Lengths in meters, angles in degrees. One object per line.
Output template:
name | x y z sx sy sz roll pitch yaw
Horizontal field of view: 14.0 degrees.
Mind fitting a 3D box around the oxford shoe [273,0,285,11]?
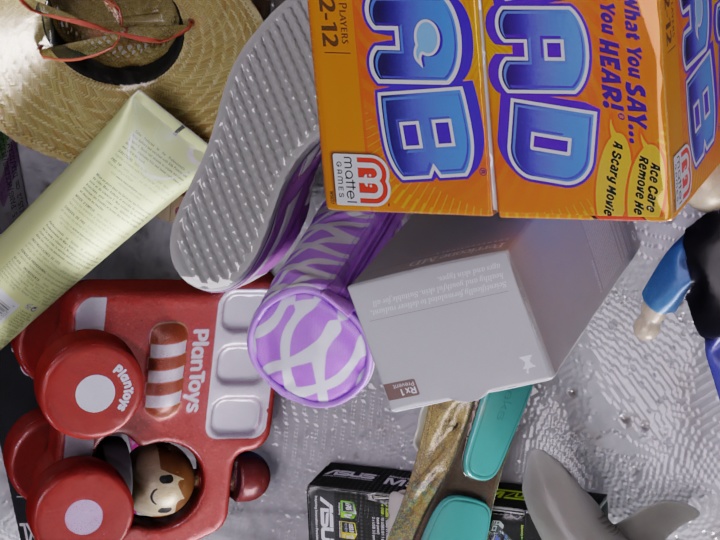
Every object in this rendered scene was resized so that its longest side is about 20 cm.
oxford shoe | -0.020 -0.188 1.734 0.057 0.075 0.201 18 120 12

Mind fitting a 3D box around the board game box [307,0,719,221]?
board game box | 0.099 -0.155 1.622 0.199 0.200 0.201 2 110 22

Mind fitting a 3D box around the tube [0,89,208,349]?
tube | -0.177 -0.025 1.789 0.200 0.058 0.052 -42 77 17

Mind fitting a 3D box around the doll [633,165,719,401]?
doll | 0.226 0.023 1.721 0.136 0.048 0.201 -12 104 25

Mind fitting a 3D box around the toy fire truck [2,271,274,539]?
toy fire truck | -0.133 0.097 1.852 0.167 0.112 0.201 0 109 -17

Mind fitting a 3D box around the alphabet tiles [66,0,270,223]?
alphabet tiles | -0.123 -0.128 1.808 0.167 0.008 0.201 21 117 34

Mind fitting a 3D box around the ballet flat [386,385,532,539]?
ballet flat | 0.051 0.129 1.795 0.070 0.071 0.201 18 88 16

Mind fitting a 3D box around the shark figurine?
shark figurine | 0.192 0.194 1.751 0.213 0.090 0.129 12 111 3

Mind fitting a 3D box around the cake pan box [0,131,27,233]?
cake pan box | -0.279 -0.091 1.814 0.052 0.184 0.201 0 108 23

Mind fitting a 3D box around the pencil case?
pencil case | 0.000 0.000 1.726 0.084 0.200 0.086 37 125 -6

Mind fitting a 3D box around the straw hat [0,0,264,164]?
straw hat | -0.146 -0.159 1.749 0.200 0.085 0.202 -1 138 -1

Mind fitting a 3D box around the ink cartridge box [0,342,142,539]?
ink cartridge box | -0.188 0.130 1.943 0.094 0.037 0.201 -3 109 23

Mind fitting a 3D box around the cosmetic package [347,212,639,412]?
cosmetic package | 0.080 -0.001 1.686 0.106 0.200 0.091 -14 104 24

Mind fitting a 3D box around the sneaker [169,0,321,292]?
sneaker | -0.046 -0.079 1.729 0.072 0.114 0.201 33 94 11

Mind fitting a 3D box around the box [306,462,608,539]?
box | 0.063 0.230 1.868 0.192 0.048 0.201 4 109 19
